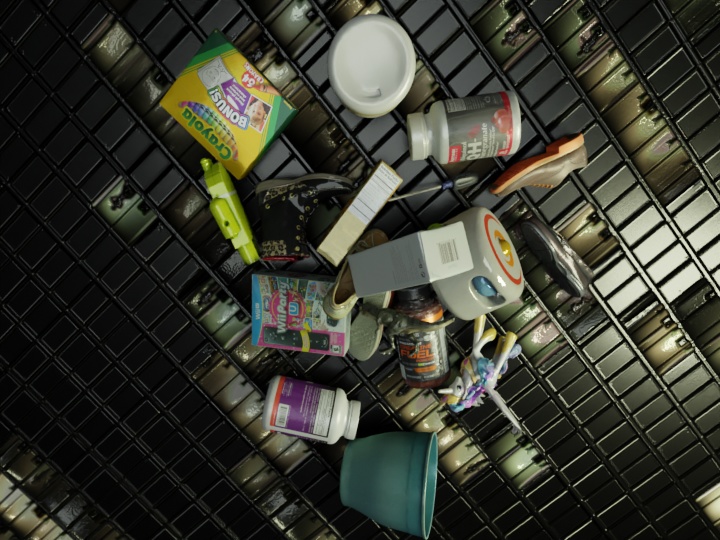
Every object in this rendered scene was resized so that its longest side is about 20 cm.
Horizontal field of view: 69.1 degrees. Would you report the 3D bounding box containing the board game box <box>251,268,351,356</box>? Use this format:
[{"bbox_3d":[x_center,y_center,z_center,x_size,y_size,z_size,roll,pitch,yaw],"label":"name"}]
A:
[{"bbox_3d":[-0.118,0.083,1.056,0.193,0.064,0.153,5,103,11],"label":"board game box"}]

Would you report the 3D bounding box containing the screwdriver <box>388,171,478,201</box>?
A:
[{"bbox_3d":[0.141,-0.153,0.997,0.195,0.028,0.030,-22,77,-18],"label":"screwdriver"}]

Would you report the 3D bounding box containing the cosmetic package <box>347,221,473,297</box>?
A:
[{"bbox_3d":[0.079,-0.015,0.884,0.111,0.198,0.084,-14,91,-38],"label":"cosmetic package"}]

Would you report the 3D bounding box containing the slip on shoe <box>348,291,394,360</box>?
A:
[{"bbox_3d":[0.026,0.097,1.073,0.073,0.061,0.205,27,116,22],"label":"slip on shoe"}]

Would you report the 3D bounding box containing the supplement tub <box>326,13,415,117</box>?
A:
[{"bbox_3d":[0.018,-0.342,0.899,0.140,0.200,0.150,0,103,0],"label":"supplement tub"}]

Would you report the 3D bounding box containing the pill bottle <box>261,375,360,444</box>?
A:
[{"bbox_3d":[-0.102,0.294,1.095,0.194,0.113,0.116,12,103,-3],"label":"pill bottle"}]

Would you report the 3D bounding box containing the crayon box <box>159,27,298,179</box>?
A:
[{"bbox_3d":[-0.244,-0.307,0.984,0.199,0.058,0.173,43,100,-8],"label":"crayon box"}]

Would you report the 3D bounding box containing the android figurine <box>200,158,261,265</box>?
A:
[{"bbox_3d":[-0.241,-0.111,0.968,0.040,0.182,0.205,-24,104,-2],"label":"android figurine"}]

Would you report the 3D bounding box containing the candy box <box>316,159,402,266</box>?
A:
[{"bbox_3d":[-0.002,-0.113,0.996,0.055,0.116,0.202,36,101,-8],"label":"candy box"}]

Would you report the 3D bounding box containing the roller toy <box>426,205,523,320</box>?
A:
[{"bbox_3d":[0.216,-0.016,0.969,0.138,0.198,0.187,-27,82,30],"label":"roller toy"}]

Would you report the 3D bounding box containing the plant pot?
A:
[{"bbox_3d":[0.059,0.432,1.095,0.182,0.200,0.207,3,104,16],"label":"plant pot"}]

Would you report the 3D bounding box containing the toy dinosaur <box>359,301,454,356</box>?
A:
[{"bbox_3d":[0.077,0.115,0.987,0.194,0.047,0.091,9,102,24],"label":"toy dinosaur"}]

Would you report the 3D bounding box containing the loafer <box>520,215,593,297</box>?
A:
[{"bbox_3d":[0.393,-0.037,1.041,0.063,0.072,0.201,-44,106,-10],"label":"loafer"}]

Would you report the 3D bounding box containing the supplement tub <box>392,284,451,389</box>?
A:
[{"bbox_3d":[0.119,0.125,1.055,0.103,0.107,0.206,-10,103,3],"label":"supplement tub"}]

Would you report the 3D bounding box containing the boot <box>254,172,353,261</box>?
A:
[{"bbox_3d":[-0.107,-0.100,0.996,0.193,0.073,0.156,-3,79,6],"label":"boot"}]

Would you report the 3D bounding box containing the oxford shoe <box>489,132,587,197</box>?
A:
[{"bbox_3d":[0.344,-0.183,1.000,0.196,0.072,0.074,-28,107,7],"label":"oxford shoe"}]

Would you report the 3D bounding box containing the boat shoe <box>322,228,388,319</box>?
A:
[{"bbox_3d":[0.000,0.000,0.976,0.072,0.063,0.203,30,66,-2],"label":"boat shoe"}]

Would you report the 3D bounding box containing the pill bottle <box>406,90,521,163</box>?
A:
[{"bbox_3d":[0.185,-0.259,0.962,0.193,0.111,0.114,-8,103,3],"label":"pill bottle"}]

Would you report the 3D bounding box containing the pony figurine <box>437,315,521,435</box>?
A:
[{"bbox_3d":[0.246,0.214,1.049,0.192,0.165,0.203,41,73,-32],"label":"pony figurine"}]
